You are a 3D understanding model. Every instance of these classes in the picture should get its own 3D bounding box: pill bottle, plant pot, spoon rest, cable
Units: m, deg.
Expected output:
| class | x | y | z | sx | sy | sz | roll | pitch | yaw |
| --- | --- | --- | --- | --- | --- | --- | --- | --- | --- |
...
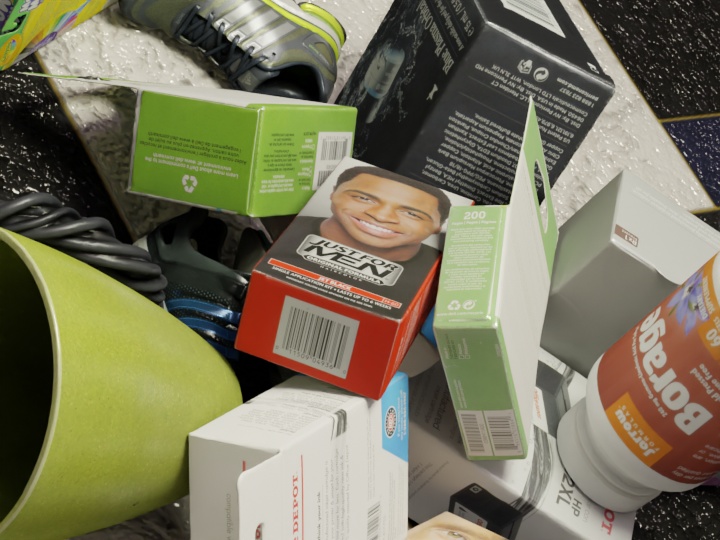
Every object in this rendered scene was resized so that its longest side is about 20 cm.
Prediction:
| class | x | y | z | sx | sy | sz | roll | pitch | yaw |
| --- | --- | --- | --- | --- | --- | --- | --- | --- | --- |
| pill bottle | 0.223 | 0.077 | 1.264 | 0.111 | 0.200 | 0.113 | 23 | 43 | -23 |
| plant pot | -0.168 | 0.078 | 1.115 | 0.199 | 0.187 | 0.188 | 12 | 46 | -50 |
| spoon rest | -0.020 | 0.018 | 1.325 | 0.099 | 0.061 | 0.200 | 48 | -1 | -41 |
| cable | -0.201 | -0.015 | 1.175 | 0.199 | 0.163 | 0.051 | 21 | 69 | -33 |

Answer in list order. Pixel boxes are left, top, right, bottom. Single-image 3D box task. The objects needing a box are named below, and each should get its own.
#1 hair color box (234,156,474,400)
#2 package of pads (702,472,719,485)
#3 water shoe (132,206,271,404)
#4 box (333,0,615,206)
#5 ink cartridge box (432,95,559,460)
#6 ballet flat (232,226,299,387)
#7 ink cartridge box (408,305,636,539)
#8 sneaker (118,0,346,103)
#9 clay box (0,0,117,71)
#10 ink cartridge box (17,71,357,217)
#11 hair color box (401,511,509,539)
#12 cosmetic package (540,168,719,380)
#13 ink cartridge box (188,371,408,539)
| class | x | y | z | sx | sy | sz | roll | pitch | yaw |
| --- | --- | --- | --- | --- | --- | --- | --- | --- | --- |
| hair color box | 0.000 | 0.000 | 1.222 | 0.101 | 0.062 | 0.200 | 19 | 27 | 8 |
| package of pads | 0.239 | 0.077 | 1.505 | 0.120 | 0.076 | 0.201 | 7 | 51 | -38 |
| water shoe | -0.089 | 0.038 | 1.244 | 0.201 | 0.079 | 0.071 | 57 | 10 | 29 |
| box | 0.071 | -0.118 | 1.409 | 0.117 | 0.201 | 0.197 | 23 | 23 | -21 |
| ink cartridge box | 0.094 | 0.004 | 1.261 | 0.047 | 0.146 | 0.201 | -1 | 50 | 14 |
| ballet flat | -0.064 | 0.057 | 1.293 | 0.063 | 0.068 | 0.201 | -18 | 61 | -13 |
| ink cartridge box | 0.100 | 0.126 | 1.342 | 0.199 | 0.084 | 0.146 | 34 | 41 | -10 |
| sneaker | -0.097 | -0.183 | 1.473 | 0.198 | 0.074 | 0.082 | 15 | 49 | -26 |
| clay box | -0.214 | -0.223 | 1.378 | 0.048 | 0.115 | 0.200 | 43 | 39 | 4 |
| ink cartridge box | -0.123 | -0.091 | 1.325 | 0.198 | 0.077 | 0.147 | 10 | 8 | 25 |
| hair color box | 0.030 | 0.225 | 1.177 | 0.109 | 0.066 | 0.199 | 20 | 24 | 37 |
| cosmetic package | 0.170 | 0.029 | 1.393 | 0.106 | 0.200 | 0.091 | 33 | 41 | -16 |
| ink cartridge box | -0.045 | 0.139 | 1.137 | 0.067 | 0.117 | 0.200 | 8 | 17 | 28 |
